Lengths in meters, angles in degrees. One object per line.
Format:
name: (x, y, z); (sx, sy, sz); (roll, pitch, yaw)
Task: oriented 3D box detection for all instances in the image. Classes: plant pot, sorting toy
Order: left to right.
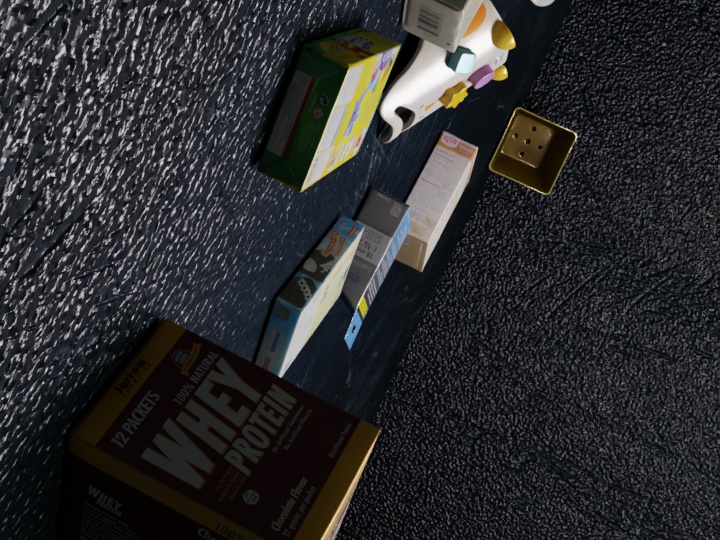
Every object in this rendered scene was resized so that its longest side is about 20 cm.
sorting toy: (0.087, -0.234, 1.406); (0.180, 0.107, 0.200); (-43, 170, -6)
plant pot: (0.504, -0.368, 3.444); (0.177, 0.198, 0.202); (-77, -169, -74)

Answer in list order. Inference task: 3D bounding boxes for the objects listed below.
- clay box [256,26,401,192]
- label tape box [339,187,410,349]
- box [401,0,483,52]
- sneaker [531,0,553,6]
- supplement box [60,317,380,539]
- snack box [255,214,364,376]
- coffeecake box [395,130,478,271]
clay box: (-0.021, -0.148, 1.023); (0.116, 0.047, 0.200); (-67, 173, 21)
label tape box: (0.000, 0.000, 1.613); (0.201, 0.063, 0.144); (-63, 173, -8)
box: (0.119, -0.343, 1.255); (0.201, 0.068, 0.082); (-61, 173, -23)
sneaker: (0.317, -0.559, 1.978); (0.082, 0.073, 0.201); (-99, -164, -46)
supplement box: (-0.116, 0.184, 0.914); (0.133, 0.196, 0.201); (-56, 169, -44)
snack box: (-0.060, 0.031, 1.401); (0.200, 0.037, 0.117); (-54, 169, -52)
coffeecake box: (0.127, -0.120, 2.050); (0.201, 0.073, 0.154); (-61, 172, -17)
